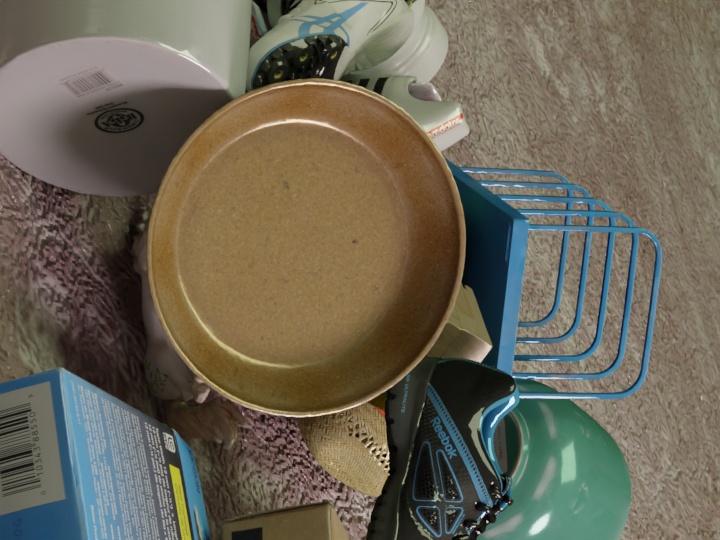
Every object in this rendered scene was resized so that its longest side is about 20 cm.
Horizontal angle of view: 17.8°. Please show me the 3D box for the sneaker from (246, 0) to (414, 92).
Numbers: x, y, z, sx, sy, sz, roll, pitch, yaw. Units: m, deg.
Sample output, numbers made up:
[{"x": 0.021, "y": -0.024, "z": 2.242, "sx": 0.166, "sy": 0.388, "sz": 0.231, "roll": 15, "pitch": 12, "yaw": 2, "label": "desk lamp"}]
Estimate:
[{"x": -0.032, "y": -0.153, "z": 1.494, "sx": 0.072, "sy": 0.072, "sz": 0.200, "roll": 38, "pitch": 28, "yaw": 10, "label": "sneaker"}]

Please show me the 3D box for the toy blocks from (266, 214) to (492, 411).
[{"x": 0.000, "y": 0.000, "z": 1.485, "sx": 0.200, "sy": 0.100, "sz": 0.137, "roll": 30, "pitch": 20, "yaw": -23, "label": "toy blocks"}]

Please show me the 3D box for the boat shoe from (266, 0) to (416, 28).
[{"x": 0.017, "y": -0.218, "z": 1.689, "sx": 0.202, "sy": 0.060, "sz": 0.072, "roll": -34, "pitch": 116, "yaw": -41, "label": "boat shoe"}]

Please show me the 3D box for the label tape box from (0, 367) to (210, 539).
[{"x": -0.143, "y": 0.149, "z": 1.281, "sx": 0.200, "sy": 0.066, "sz": 0.144, "roll": 45, "pitch": 31, "yaw": -67, "label": "label tape box"}]

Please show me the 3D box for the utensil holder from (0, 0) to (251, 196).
[{"x": -0.146, "y": -0.169, "z": 1.405, "sx": 0.170, "sy": 0.170, "sz": 0.200, "roll": 42, "pitch": 38, "yaw": -47, "label": "utensil holder"}]

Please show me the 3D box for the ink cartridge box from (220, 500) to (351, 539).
[{"x": -0.025, "y": 0.260, "z": 1.382, "sx": 0.200, "sy": 0.075, "sz": 0.165, "roll": 66, "pitch": 17, "yaw": -53, "label": "ink cartridge box"}]

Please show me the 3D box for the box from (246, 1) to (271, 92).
[{"x": -0.073, "y": -0.121, "z": 1.609, "sx": 0.200, "sy": 0.038, "sz": 0.137, "roll": 29, "pitch": 44, "yaw": -81, "label": "box"}]

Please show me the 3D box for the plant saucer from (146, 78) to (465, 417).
[{"x": -0.036, "y": -0.015, "z": 1.363, "sx": 0.200, "sy": 0.200, "sz": 0.035, "roll": 62, "pitch": -15, "yaw": -17, "label": "plant saucer"}]

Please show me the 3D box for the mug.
[{"x": 0.100, "y": 0.150, "z": 1.724, "sx": 0.185, "sy": 0.152, "sz": 0.114, "roll": 32, "pitch": -4, "yaw": 41, "label": "mug"}]

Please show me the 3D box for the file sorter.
[{"x": 0.130, "y": 0.006, "z": 1.721, "sx": 0.200, "sy": 0.122, "sz": 0.139, "roll": -134, "pitch": -133, "yaw": -69, "label": "file sorter"}]

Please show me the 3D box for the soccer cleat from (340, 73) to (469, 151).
[{"x": 0.010, "y": -0.103, "z": 1.557, "sx": 0.069, "sy": 0.085, "sz": 0.200, "roll": 69, "pitch": -12, "yaw": -18, "label": "soccer cleat"}]

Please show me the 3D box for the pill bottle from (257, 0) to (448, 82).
[{"x": -0.020, "y": -0.225, "z": 1.779, "sx": 0.200, "sy": 0.116, "sz": 0.117, "roll": 51, "pitch": 30, "yaw": -38, "label": "pill bottle"}]

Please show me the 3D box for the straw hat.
[{"x": 0.003, "y": 0.105, "z": 1.595, "sx": 0.201, "sy": 0.085, "sz": 0.201, "roll": 48, "pitch": -2, "yaw": 2, "label": "straw hat"}]

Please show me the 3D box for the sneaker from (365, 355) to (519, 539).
[{"x": 0.049, "y": 0.149, "z": 1.396, "sx": 0.073, "sy": 0.082, "sz": 0.200, "roll": 48, "pitch": 48, "yaw": -76, "label": "sneaker"}]

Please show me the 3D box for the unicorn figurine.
[{"x": -0.110, "y": 0.010, "z": 1.439, "sx": 0.074, "sy": 0.137, "sz": 0.200, "roll": 12, "pitch": 80, "yaw": -21, "label": "unicorn figurine"}]
